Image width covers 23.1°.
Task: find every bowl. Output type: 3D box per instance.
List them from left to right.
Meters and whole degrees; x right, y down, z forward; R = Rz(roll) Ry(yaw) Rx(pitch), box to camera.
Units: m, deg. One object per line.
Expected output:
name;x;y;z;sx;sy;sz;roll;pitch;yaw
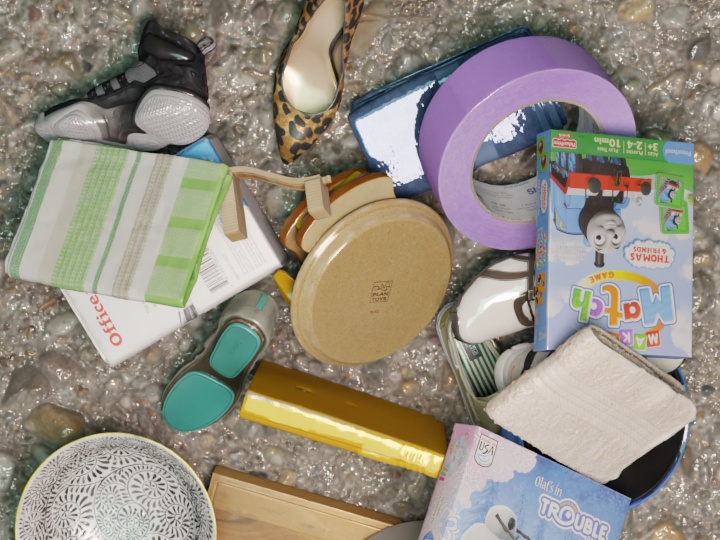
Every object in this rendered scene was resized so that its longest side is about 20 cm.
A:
bowl;-0.238;0.251;1.772;0.199;0.094;0.203;0;98;2
bowl;0.234;0.143;1.738;0.199;0.039;0.203;-1;92;-18

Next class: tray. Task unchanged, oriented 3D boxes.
tray;-0.066;0.276;1.800;0.198;0.037;0.099;16;98;0

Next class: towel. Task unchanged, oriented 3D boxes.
towel;-0.228;-0.044;1.665;0.198;0.031;0.150;10;72;23
towel;0.095;-0.151;1.730;0.199;0.049;0.112;-24;101;3
towel;0.218;0.128;1.625;0.132;0.035;0.199;-40;135;20

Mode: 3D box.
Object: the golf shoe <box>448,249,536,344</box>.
golf shoe;0.181;0.022;1.681;0.199;0.095;0.078;-27;123;-3

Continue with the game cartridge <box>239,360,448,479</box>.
game cartridge;-0.014;0.144;1.709;0.198;0.176;0.033;20;97;-1

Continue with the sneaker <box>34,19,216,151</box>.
sneaker;-0.224;-0.177;1.726;0.199;0.075;0.115;-5;60;29

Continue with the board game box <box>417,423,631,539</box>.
board game box;0.142;0.270;1.637;0.199;0.043;0.201;26;75;-29

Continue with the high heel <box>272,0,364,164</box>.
high heel;-0.046;-0.194;1.681;0.071;0.143;0.202;19;98;-1

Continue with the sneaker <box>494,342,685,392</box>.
sneaker;0.231;0.092;1.674;0.198;0.080;0.074;-13;94;-19

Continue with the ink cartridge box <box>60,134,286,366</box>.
ink cartridge box;-0.194;-0.021;1.738;0.199;0.086;0.147;-30;95;6

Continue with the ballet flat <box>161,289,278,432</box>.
ballet flat;-0.135;0.090;1.751;0.067;0.064;0.200;32;133;-7

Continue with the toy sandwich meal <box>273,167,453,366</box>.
toy sandwich meal;0.000;0.000;1.723;0.204;0.070;0.207;-19;128;-25

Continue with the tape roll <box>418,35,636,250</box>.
tape roll;0.158;-0.119;1.674;0.198;0.066;0.201;-10;128;-13

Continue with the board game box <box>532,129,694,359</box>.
board game box;0.234;-0.022;1.627;0.150;0.037;0.202;3;85;-19

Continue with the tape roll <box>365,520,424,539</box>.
tape roll;0.071;0.364;1.734;0.201;0.139;0.205;-2;102;-12

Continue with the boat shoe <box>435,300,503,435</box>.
boat shoe;0.131;0.125;1.759;0.072;0.062;0.201;-30;96;5

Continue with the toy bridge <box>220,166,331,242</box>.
toy bridge;-0.121;-0.062;1.662;0.198;0.027;0.068;-14;68;13
